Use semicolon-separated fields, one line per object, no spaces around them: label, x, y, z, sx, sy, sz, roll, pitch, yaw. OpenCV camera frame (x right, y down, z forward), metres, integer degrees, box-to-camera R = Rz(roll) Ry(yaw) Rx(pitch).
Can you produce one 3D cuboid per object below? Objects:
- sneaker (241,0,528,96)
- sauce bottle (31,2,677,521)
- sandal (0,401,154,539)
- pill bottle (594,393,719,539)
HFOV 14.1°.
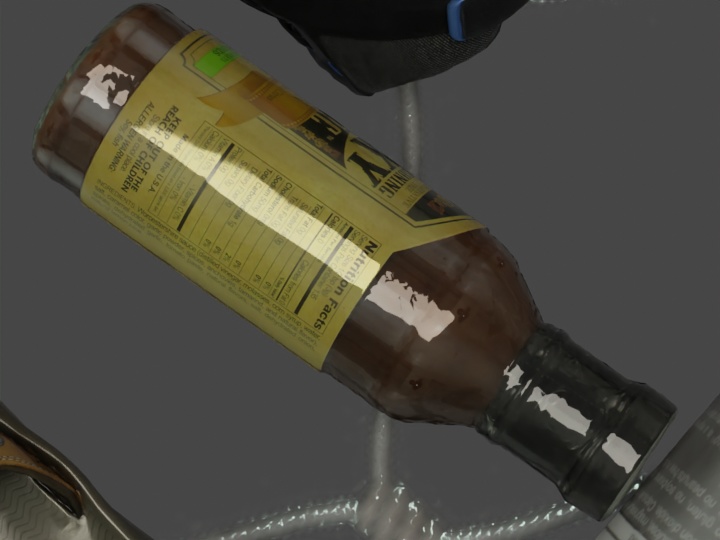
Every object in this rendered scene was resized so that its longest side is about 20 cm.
sneaker;-0.040;-0.098;0.856;0.199;0.112;0.073;10;60;32
sauce bottle;0.000;0.000;0.851;0.200;0.065;0.065;35;91;5
sandal;-0.123;0.080;0.866;0.200;0.055;0.082;38;91;1
pill bottle;0.113;0.108;0.829;0.114;0.114;0.200;40;92;1
